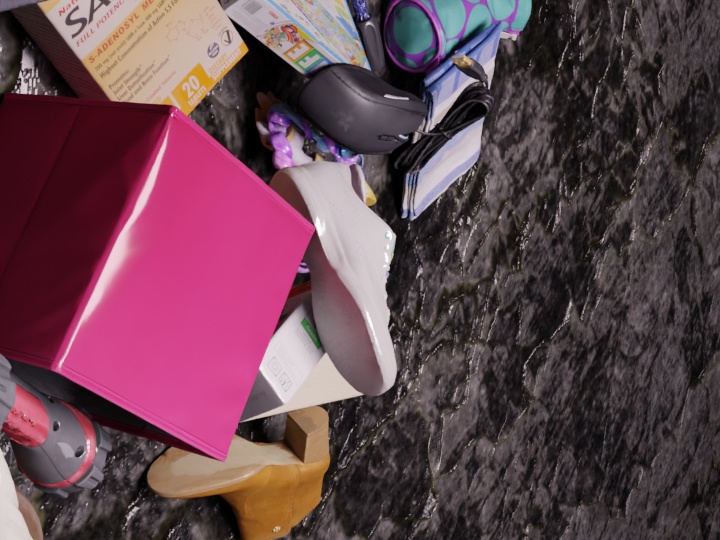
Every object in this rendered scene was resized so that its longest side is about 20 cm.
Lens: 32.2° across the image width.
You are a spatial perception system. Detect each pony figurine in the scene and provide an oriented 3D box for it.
[{"bbox_3d":[-0.045,-0.054,1.189,0.200,0.165,0.195,48,29,-43],"label":"pony figurine"}]

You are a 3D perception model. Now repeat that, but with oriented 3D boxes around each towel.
[{"bbox_3d":[0.101,-0.160,1.363,0.147,0.024,0.201,-43,155,-33],"label":"towel"}]

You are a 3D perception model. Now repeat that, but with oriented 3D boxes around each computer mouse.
[{"bbox_3d":[0.044,-0.151,1.149,0.140,0.046,0.199,-40,145,21],"label":"computer mouse"}]

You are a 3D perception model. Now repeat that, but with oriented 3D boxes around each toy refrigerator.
[{"bbox_3d":[-0.080,0.093,1.218,0.199,0.075,0.071,-6,104,-52],"label":"toy refrigerator"}]

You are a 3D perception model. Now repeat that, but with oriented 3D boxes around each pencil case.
[{"bbox_3d":[0.110,-0.278,1.363,0.199,0.085,0.093,-30,90,-44],"label":"pencil case"}]

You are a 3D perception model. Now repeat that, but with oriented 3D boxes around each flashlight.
[{"bbox_3d":[-0.232,0.105,0.847,0.200,0.067,0.069,68,38,-69],"label":"flashlight"}]

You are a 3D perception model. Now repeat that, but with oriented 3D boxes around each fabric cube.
[{"bbox_3d":[-0.189,0.004,0.949,0.196,0.198,0.201,38,67,-49],"label":"fabric cube"}]

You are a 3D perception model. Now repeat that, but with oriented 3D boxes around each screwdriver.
[{"bbox_3d":[-0.006,-0.280,1.214,0.028,0.029,0.201,-27,135,-11],"label":"screwdriver"}]

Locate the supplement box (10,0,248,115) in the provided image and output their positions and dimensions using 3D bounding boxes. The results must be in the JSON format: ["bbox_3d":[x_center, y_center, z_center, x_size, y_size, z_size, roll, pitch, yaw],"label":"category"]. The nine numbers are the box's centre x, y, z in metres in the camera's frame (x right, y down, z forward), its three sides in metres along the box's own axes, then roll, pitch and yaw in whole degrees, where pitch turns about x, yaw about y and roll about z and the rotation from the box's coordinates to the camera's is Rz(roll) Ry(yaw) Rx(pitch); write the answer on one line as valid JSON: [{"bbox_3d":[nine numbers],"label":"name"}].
[{"bbox_3d":[-0.191,-0.208,0.975,0.126,0.073,0.201,-50,136,-15],"label":"supplement box"}]

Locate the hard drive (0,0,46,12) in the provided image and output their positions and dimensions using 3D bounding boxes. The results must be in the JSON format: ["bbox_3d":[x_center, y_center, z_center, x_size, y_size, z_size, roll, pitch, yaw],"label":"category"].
[{"bbox_3d":[-0.288,-0.266,0.820,0.133,0.042,0.202,-17,109,-11],"label":"hard drive"}]

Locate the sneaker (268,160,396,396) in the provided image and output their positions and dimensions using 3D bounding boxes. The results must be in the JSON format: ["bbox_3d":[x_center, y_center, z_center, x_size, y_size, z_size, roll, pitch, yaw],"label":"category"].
[{"bbox_3d":[0.000,0.000,1.031,0.088,0.075,0.202,-17,84,-38],"label":"sneaker"}]

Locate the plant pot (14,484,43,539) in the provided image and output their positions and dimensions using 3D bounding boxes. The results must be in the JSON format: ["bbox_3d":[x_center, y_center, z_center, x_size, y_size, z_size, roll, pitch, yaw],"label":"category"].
[{"bbox_3d":[-0.312,0.182,0.852,0.199,0.173,0.203,-20,116,-49],"label":"plant pot"}]

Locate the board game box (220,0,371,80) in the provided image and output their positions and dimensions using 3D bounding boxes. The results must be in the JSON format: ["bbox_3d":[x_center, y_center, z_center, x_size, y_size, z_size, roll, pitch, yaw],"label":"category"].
[{"bbox_3d":[-0.064,-0.241,1.121,0.200,0.034,0.136,32,34,-51],"label":"board game box"}]

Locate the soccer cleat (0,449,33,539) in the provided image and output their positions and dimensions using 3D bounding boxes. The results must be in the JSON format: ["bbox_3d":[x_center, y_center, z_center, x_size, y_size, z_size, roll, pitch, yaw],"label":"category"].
[{"bbox_3d":[-0.227,0.177,0.768,0.077,0.069,0.202,-30,129,-51],"label":"soccer cleat"}]

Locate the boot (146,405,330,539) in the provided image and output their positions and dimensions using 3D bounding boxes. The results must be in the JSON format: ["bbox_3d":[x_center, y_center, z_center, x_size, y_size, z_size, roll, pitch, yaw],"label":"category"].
[{"bbox_3d":[-0.115,0.219,1.214,0.199,0.071,0.145,-17,134,-29],"label":"boot"}]

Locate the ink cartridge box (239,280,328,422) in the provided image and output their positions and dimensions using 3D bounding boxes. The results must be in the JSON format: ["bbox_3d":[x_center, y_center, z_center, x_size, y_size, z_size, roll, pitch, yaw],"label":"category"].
[{"bbox_3d":[-0.071,0.055,1.081,0.051,0.108,0.200,55,38,-15],"label":"ink cartridge box"}]
